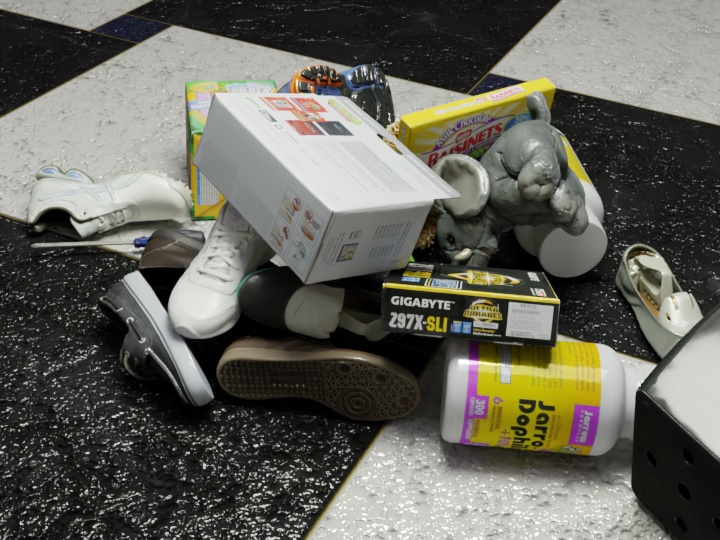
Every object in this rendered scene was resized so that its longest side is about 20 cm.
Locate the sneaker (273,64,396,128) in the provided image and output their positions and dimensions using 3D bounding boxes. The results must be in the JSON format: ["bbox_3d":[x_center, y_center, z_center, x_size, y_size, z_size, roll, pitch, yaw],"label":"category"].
[{"bbox_3d":[-0.029,-0.192,1.220,0.078,0.076,0.200,-13,-8,37],"label":"sneaker"}]

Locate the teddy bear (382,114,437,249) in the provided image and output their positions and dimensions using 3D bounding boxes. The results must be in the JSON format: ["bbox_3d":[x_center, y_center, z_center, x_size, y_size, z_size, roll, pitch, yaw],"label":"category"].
[{"bbox_3d":[0.088,-0.100,1.261,0.067,0.200,0.145,14,64,51],"label":"teddy bear"}]

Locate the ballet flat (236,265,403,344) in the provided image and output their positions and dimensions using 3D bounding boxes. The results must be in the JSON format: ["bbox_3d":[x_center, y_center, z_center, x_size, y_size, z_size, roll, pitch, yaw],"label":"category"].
[{"bbox_3d":[-0.028,0.038,1.073,0.199,0.068,0.068,10,14,-43],"label":"ballet flat"}]

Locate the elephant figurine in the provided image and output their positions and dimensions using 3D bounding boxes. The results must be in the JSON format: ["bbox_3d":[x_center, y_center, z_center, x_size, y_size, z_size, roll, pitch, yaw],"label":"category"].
[{"bbox_3d":[0.136,-0.070,1.178,0.199,0.142,0.155,-23,25,25],"label":"elephant figurine"}]

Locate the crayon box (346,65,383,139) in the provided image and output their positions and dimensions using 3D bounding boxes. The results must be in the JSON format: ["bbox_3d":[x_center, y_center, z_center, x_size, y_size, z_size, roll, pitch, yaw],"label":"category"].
[{"bbox_3d":[-0.010,-0.135,1.297,0.119,0.201,0.058,-27,2,-39],"label":"crayon box"}]

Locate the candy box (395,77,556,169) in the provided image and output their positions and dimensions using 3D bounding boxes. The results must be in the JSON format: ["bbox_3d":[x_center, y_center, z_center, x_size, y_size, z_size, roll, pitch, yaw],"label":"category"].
[{"bbox_3d":[0.125,-0.148,1.203,0.199,0.103,0.026,-19,47,-26],"label":"candy box"}]

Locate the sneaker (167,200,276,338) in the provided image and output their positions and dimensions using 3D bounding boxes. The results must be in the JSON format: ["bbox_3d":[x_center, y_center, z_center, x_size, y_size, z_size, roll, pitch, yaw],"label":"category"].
[{"bbox_3d":[-0.136,-0.019,1.068,0.074,0.100,0.200,17,46,10],"label":"sneaker"}]

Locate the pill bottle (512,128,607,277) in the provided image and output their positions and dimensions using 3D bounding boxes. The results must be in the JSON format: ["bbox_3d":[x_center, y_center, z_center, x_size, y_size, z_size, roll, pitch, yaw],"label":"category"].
[{"bbox_3d":[0.229,-0.084,1.304,0.111,0.112,0.200,-2,37,-9],"label":"pill bottle"}]

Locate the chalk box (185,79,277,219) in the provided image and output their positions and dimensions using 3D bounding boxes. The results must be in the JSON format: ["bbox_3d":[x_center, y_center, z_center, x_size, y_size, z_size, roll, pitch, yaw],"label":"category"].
[{"bbox_3d":[-0.165,-0.169,1.390,0.123,0.125,0.200,-3,32,-11],"label":"chalk box"}]

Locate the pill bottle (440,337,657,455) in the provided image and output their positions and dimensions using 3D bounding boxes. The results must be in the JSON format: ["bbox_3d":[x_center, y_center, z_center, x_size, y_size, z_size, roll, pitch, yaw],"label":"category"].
[{"bbox_3d":[0.177,0.116,1.001,0.199,0.105,0.104,4,33,2],"label":"pill bottle"}]

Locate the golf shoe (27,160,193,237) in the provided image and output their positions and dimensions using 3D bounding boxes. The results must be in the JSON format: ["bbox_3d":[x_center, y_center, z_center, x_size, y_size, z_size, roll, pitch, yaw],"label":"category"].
[{"bbox_3d":[-0.302,-0.070,1.290,0.199,0.079,0.098,2,50,8],"label":"golf shoe"}]

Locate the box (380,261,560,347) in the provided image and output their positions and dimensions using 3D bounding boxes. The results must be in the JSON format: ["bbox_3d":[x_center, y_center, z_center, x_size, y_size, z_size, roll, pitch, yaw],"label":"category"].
[{"bbox_3d":[0.105,0.028,1.045,0.159,0.050,0.200,3,7,6],"label":"box"}]

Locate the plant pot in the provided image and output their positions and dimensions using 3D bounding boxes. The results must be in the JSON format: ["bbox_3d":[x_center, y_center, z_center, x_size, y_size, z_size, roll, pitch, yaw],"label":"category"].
[{"bbox_3d":[0.339,0.147,0.904,0.177,0.200,0.200,-21,39,-17],"label":"plant pot"}]

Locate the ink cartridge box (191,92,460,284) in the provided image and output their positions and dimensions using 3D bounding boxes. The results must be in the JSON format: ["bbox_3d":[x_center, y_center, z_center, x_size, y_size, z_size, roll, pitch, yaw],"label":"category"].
[{"bbox_3d":[-0.032,-0.087,1.043,0.175,0.084,0.200,-9,43,-42],"label":"ink cartridge box"}]

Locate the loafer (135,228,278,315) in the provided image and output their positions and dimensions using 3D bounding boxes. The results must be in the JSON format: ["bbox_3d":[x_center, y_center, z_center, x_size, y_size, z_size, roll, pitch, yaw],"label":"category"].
[{"bbox_3d":[-0.157,0.020,1.159,0.199,0.073,0.071,17,48,22],"label":"loafer"}]

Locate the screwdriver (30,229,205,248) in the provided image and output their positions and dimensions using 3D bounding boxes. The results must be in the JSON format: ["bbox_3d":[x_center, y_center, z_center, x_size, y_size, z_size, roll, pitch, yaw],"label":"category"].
[{"bbox_3d":[-0.280,-0.029,1.253,0.199,0.028,0.029,-7,63,-12],"label":"screwdriver"}]

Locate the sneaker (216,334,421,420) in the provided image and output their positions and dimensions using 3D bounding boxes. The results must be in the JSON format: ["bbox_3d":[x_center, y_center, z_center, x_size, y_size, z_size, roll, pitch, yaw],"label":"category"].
[{"bbox_3d":[-0.037,0.091,1.052,0.199,0.071,0.076,8,28,5],"label":"sneaker"}]

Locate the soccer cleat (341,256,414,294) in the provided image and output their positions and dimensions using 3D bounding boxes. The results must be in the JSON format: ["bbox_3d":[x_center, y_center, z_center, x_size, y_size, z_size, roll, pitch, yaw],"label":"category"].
[{"bbox_3d":[0.000,0.000,1.159,0.200,0.067,0.081,-17,69,-54],"label":"soccer cleat"}]

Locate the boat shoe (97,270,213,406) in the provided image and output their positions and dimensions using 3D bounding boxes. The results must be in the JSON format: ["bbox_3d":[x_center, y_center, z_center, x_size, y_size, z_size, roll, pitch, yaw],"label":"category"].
[{"bbox_3d":[-0.211,0.075,1.068,0.066,0.070,0.200,-32,49,-10],"label":"boat shoe"}]

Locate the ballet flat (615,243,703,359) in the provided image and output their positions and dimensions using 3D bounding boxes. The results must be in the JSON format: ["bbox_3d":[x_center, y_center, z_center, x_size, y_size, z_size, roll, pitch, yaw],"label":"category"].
[{"bbox_3d":[0.333,0.038,1.175,0.067,0.064,0.200,-4,34,-12],"label":"ballet flat"}]
